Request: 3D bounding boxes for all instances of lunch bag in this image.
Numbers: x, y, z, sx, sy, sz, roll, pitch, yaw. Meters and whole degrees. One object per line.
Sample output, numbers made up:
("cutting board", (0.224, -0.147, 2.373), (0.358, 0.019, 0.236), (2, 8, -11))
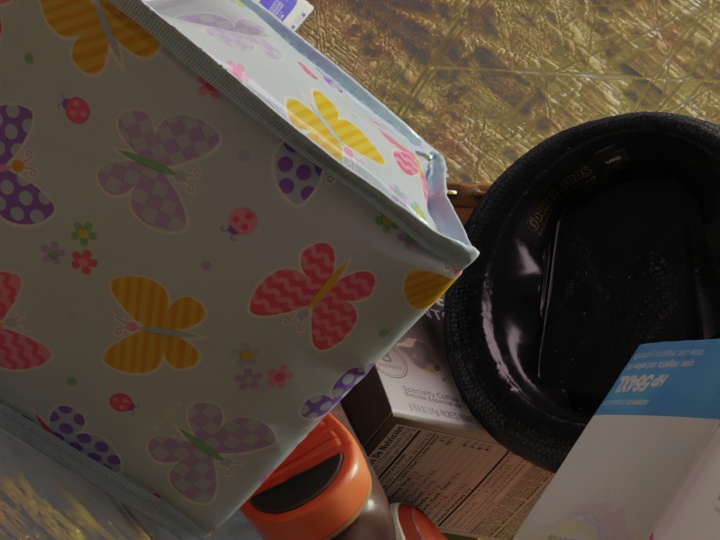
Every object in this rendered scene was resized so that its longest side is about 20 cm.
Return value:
("lunch bag", (-0.085, -0.026, 0.589), (0.200, 0.170, 0.127), (34, 18, -22))

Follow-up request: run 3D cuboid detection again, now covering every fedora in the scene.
("fedora", (0.138, 0.023, 0.783), (0.201, 0.201, 0.092), (42, -8, 34))

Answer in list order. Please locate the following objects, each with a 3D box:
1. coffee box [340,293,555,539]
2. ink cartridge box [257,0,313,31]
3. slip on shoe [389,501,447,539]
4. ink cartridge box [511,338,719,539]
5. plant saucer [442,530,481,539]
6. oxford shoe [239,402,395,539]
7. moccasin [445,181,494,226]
("coffee box", (0.055, 0.074, 0.827), (0.200, 0.080, 0.113), (16, 37, -34))
("ink cartridge box", (-0.108, -0.073, 0.748), (0.043, 0.198, 0.200), (41, 5, 1))
("slip on shoe", (0.092, 0.173, 0.747), (0.200, 0.061, 0.074), (38, 7, 10))
("ink cartridge box", (0.128, 0.144, 0.619), (0.128, 0.200, 0.125), (38, -11, -9))
("plant saucer", (0.077, 0.158, 0.917), (0.200, 0.031, 0.200), (37, 5, -4))
("oxford shoe", (-0.032, 0.087, 0.711), (0.073, 0.071, 0.200), (59, 0, -25))
("moccasin", (0.003, -0.046, 0.857), (0.201, 0.078, 0.074), (14, 0, 11))
